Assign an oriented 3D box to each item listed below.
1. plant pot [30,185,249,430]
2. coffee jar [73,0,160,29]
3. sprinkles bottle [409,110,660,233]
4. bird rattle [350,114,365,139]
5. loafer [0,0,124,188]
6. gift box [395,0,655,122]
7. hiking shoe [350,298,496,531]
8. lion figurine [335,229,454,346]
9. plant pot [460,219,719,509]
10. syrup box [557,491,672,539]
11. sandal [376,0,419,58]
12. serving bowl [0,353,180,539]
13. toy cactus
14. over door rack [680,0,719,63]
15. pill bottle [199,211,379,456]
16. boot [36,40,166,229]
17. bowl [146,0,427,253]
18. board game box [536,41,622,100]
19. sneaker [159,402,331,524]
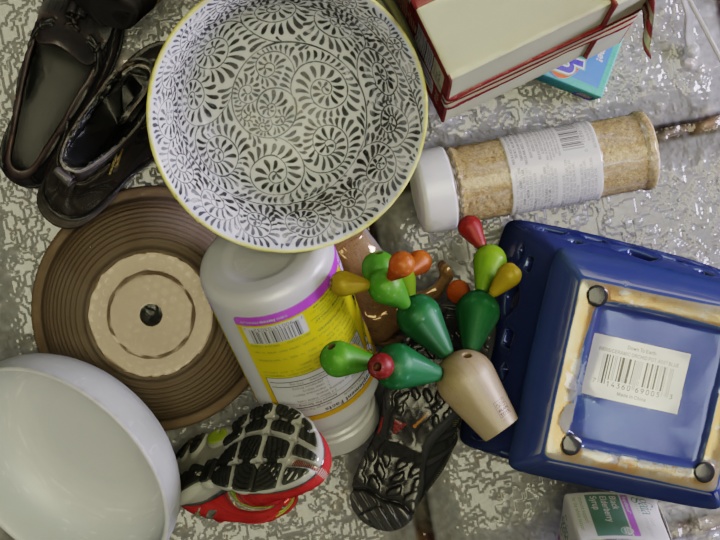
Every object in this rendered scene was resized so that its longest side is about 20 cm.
[{"bbox_3d":[-0.165,0.033,1.230,0.200,0.093,0.202,0,94,-6],"label":"plant pot"},{"bbox_3d":[-0.146,-0.278,1.192,0.085,0.104,0.200,44,76,-7],"label":"coffee jar"},{"bbox_3d":[0.142,-0.081,1.266,0.199,0.068,0.069,-11,94,-5],"label":"sprinkles bottle"},{"bbox_3d":[-0.060,-0.163,1.231,0.163,0.113,0.200,-27,92,13],"label":"bird rattle"},{"bbox_3d":[-0.236,-0.160,1.228,0.072,0.063,0.201,19,91,-7],"label":"loafer"},{"bbox_3d":[0.119,-0.219,1.158,0.186,0.185,0.200,-26,90,-1],"label":"gift box"},{"bbox_3d":[0.050,0.112,1.254,0.076,0.101,0.200,27,88,7],"label":"hiking shoe"},{"bbox_3d":[0.000,0.000,1.253,0.122,0.072,0.200,-34,97,-4],"label":"lion figurine"},{"bbox_3d":[0.203,0.078,1.225,0.199,0.180,0.201,12,93,-7],"label":"plant pot"},{"bbox_3d":[0.196,0.284,1.248,0.081,0.079,0.201,1,116,-5],"label":"syrup box"},{"bbox_3d":[-0.020,-0.220,1.152,0.057,0.080,0.201,-26,86,-9],"label":"sandal"},{"bbox_3d":[-0.221,0.143,1.210,0.199,0.066,0.201,14,125,20],"label":"serving bowl"},{"bbox_3d":[0.065,0.047,1.153,0.165,0.200,0.102,54,132,5],"label":"toy cactus"},{"bbox_3d":[0.350,-0.200,1.273,0.147,0.067,0.200,-27,74,-4],"label":"over door rack"},{"bbox_3d":[-0.046,0.055,1.200,0.104,0.104,0.200,-24,132,-4],"label":"pill bottle"},{"bbox_3d":[-0.173,-0.119,1.166,0.069,0.174,0.200,34,67,-6],"label":"boot"},{"bbox_3d":[-0.057,-0.121,1.128,0.200,0.094,0.201,-2,105,-9],"label":"bowl"},{"bbox_3d":[0.129,-0.246,1.269,0.199,0.045,0.153,19,91,-7],"label":"board game box"},{"bbox_3d":[-0.076,0.160,1.209,0.085,0.200,0.077,35,60,-26],"label":"sneaker"}]
